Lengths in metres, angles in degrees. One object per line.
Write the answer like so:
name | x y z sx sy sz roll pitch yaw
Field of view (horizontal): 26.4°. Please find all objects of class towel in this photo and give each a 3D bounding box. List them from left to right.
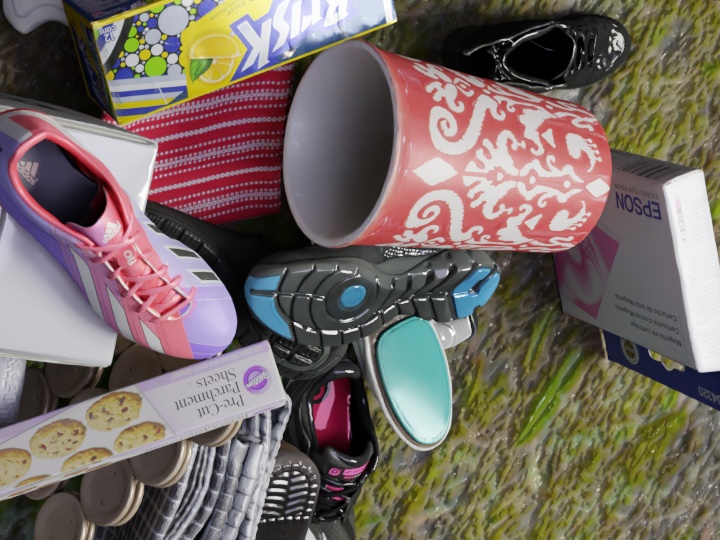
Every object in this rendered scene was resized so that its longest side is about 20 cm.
towel | -0.128 0.156 1.079 0.085 0.165 0.202 15 94 -21
towel | -0.110 -0.106 1.059 0.143 0.023 0.201 -13 134 -25

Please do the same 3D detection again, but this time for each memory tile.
memory tile | -0.163 0.090 1.029 0.200 0.154 0.017 -39 147 23

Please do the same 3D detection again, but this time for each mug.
mug | 0.056 -0.089 1.059 0.198 0.178 0.134 5 125 -35

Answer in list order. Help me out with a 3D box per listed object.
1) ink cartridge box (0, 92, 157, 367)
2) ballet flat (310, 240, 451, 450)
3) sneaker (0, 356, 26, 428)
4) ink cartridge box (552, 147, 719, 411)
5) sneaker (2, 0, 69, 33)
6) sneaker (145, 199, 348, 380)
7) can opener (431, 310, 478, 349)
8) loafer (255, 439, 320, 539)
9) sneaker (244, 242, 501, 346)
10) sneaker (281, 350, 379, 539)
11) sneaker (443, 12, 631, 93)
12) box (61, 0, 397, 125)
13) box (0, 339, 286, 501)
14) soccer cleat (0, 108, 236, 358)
ink cartridge box | -0.234 -0.037 0.969 0.143 0.200 0.147 10 97 -26
ballet flat | 0.014 0.039 1.162 0.069 0.069 0.202 -23 95 -19
sneaker | -0.290 0.103 0.996 0.113 0.200 0.076 17 50 -19
ink cartridge box | 0.211 0.007 1.187 0.043 0.196 0.202 -18 107 -19
sneaker | -0.151 -0.183 1.057 0.198 0.075 0.082 12 106 -21
sneaker | -0.099 0.004 1.105 0.199 0.091 0.076 33 117 -26
can opener | 0.043 -0.033 1.186 0.052 0.067 0.202 -11 106 15
loafer | -0.082 0.206 1.158 0.072 0.071 0.202 8 117 -28
sneaker | 0.000 0.000 1.085 0.198 0.082 0.074 -3 133 -33
sneaker | -0.029 0.152 1.167 0.076 0.084 0.202 -7 103 -23
sneaker | 0.142 -0.163 1.172 0.198 0.104 0.061 -7 103 -24
box | -0.080 -0.164 0.963 0.198 0.064 0.071 -23 123 -18
box | -0.144 0.093 0.930 0.198 0.039 0.042 -17 81 -6
soccer cleat | -0.138 -0.013 0.867 0.067 0.076 0.200 -48 117 -11
